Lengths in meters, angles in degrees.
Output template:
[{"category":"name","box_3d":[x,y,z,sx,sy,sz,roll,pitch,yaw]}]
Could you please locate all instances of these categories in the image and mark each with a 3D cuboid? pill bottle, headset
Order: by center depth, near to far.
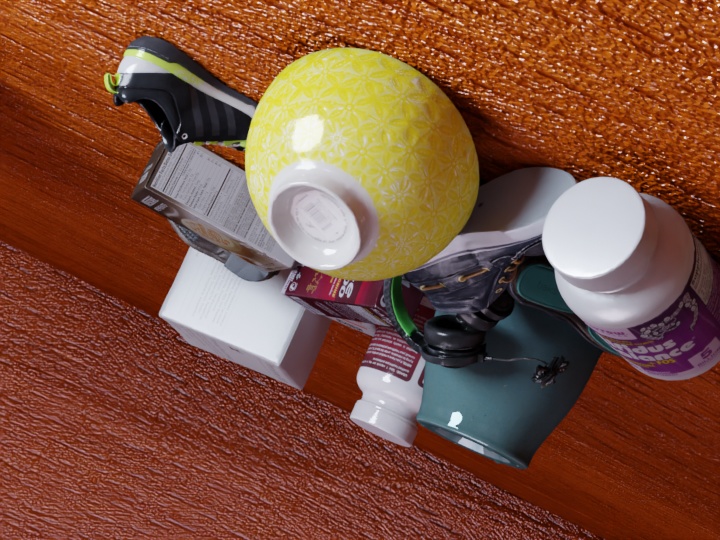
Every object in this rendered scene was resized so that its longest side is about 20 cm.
[{"category":"pill bottle","box_3d":[0.222,0.007,0.916,0.112,0.113,0.200,14,166,40]},{"category":"headset","box_3d":[0.115,0.046,1.152,0.200,0.124,0.094,40,-148,21]},{"category":"pill bottle","box_3d":[0.064,0.111,1.438,0.112,0.201,0.113,24,167,6]}]

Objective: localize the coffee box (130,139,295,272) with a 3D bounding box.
[{"category":"coffee box","box_3d":[-0.167,-0.080,1.392,0.199,0.080,0.114,29,167,-16]}]

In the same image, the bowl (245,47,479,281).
[{"category":"bowl","box_3d":[-0.016,-0.063,0.908,0.198,0.108,0.202,14,129,18]}]

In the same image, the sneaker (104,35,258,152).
[{"category":"sneaker","box_3d":[-0.161,-0.145,1.119,0.199,0.083,0.072,32,166,-28]}]

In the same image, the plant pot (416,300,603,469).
[{"category":"plant pot","box_3d":[0.156,0.108,1.265,0.199,0.189,0.200,23,170,4]}]

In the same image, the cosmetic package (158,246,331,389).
[{"category":"cosmetic package","box_3d":[-0.156,0.049,1.685,0.198,0.168,0.168,21,166,15]}]

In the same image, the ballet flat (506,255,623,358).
[{"category":"ballet flat","box_3d":[0.218,0.026,1.139,0.199,0.074,0.073,26,168,-25]}]

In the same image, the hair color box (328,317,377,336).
[{"category":"hair color box","box_3d":[-0.015,0.026,1.567,0.101,0.062,0.200,22,166,14]}]

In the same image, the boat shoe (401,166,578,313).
[{"category":"boat shoe","box_3d":[0.120,-0.023,0.996,0.199,0.071,0.091,-17,132,39]}]

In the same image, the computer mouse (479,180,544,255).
[{"category":"computer mouse","box_3d":[0.112,-0.043,1.088,0.199,0.046,0.141,21,165,16]}]

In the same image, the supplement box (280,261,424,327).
[{"category":"supplement box","box_3d":[0.000,0.000,1.330,0.061,0.110,0.199,34,164,-32]}]

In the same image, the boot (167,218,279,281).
[{"category":"boot","box_3d":[-0.186,-0.053,1.533,0.200,0.075,0.097,43,-174,11]}]
